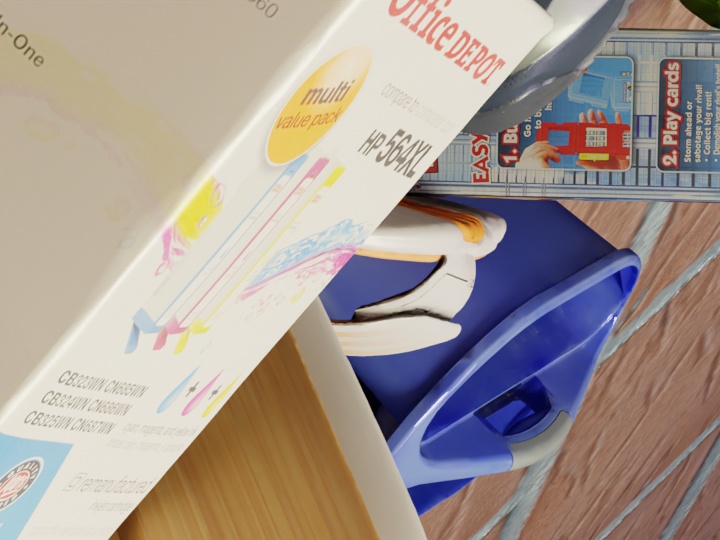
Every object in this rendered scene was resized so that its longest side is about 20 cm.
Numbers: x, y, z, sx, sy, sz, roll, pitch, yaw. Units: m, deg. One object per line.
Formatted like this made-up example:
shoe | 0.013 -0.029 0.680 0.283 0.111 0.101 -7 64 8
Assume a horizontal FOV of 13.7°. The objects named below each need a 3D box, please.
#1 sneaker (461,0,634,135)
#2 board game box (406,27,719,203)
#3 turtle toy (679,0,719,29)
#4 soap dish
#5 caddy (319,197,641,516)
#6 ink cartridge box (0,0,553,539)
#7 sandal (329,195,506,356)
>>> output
sneaker | 0.068 -0.135 0.955 0.200 0.070 0.082 -56 149 13
board game box | 0.100 -0.055 1.092 0.200 0.199 0.062 -170 -99 -82
turtle toy | 0.171 -0.163 1.084 0.200 0.101 0.146 -40 164 -29
soap dish | -0.068 0.056 0.798 0.081 0.201 0.158 0 140 -32
caddy | 0.039 0.040 1.230 0.200 0.105 0.142 -27 156 -55
ink cartridge box | -0.060 -0.048 0.651 0.200 0.125 0.129 -49 166 6
sandal | 0.008 0.002 1.066 0.207 0.079 0.060 0 104 -74
